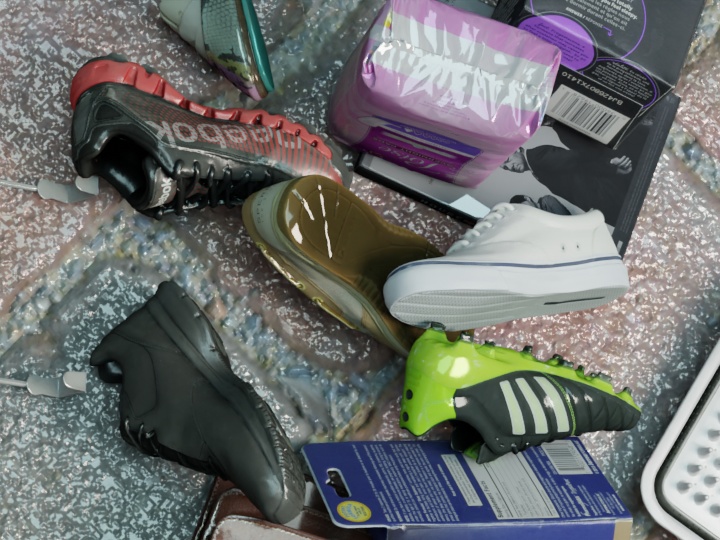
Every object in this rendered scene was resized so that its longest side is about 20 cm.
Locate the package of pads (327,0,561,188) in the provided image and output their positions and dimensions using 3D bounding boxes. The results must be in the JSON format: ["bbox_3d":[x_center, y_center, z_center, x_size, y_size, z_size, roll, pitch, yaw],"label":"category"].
[{"bbox_3d":[0.049,-0.115,1.602,0.120,0.200,0.076,21,81,-5],"label":"package of pads"}]

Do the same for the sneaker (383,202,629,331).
[{"bbox_3d":[0.091,-0.006,1.647,0.199,0.073,0.071,-3,67,-40],"label":"sneaker"}]

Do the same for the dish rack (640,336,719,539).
[{"bbox_3d":[0.295,0.126,1.720,0.171,0.044,0.201,35,73,-6],"label":"dish rack"}]

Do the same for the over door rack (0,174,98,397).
[{"bbox_3d":[-0.275,0.004,1.599,0.199,0.067,0.149,7,77,-26],"label":"over door rack"}]

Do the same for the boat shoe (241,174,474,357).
[{"bbox_3d":[0.000,0.000,1.643,0.200,0.066,0.074,43,64,-35],"label":"boat shoe"}]

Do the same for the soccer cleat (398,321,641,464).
[{"bbox_3d":[0.105,0.092,1.651,0.199,0.067,0.082,15,94,-37],"label":"soccer cleat"}]

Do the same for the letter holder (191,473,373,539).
[{"bbox_3d":[-0.011,0.207,1.600,0.199,0.101,0.143,24,73,-8],"label":"letter holder"}]

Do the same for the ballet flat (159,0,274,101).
[{"bbox_3d":[-0.105,-0.206,1.683,0.071,0.069,0.202,-9,77,3],"label":"ballet flat"}]

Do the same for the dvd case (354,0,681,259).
[{"bbox_3d":[0.112,-0.096,1.729,0.199,0.025,0.151,24,74,-7],"label":"dvd case"}]

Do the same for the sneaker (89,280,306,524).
[{"bbox_3d":[-0.105,0.099,1.589,0.090,0.076,0.200,-34,51,-7],"label":"sneaker"}]

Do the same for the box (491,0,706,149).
[{"bbox_3d":[0.174,-0.207,1.707,0.122,0.106,0.201,27,62,-8],"label":"box"}]

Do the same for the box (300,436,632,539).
[{"bbox_3d":[0.066,0.150,1.622,0.198,0.121,0.033,1,113,-14],"label":"box"}]

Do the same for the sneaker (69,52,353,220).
[{"bbox_3d":[-0.104,-0.069,1.635,0.199,0.071,0.098,19,47,-8],"label":"sneaker"}]
